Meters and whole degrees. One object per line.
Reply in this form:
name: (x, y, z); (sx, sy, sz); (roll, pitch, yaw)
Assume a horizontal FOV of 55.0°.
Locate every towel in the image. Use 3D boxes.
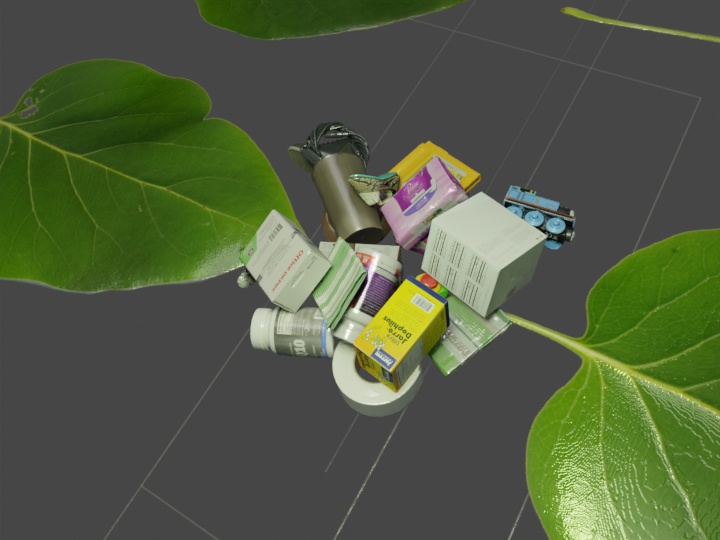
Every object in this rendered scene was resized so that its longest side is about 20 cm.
towel: (0.229, 0.133, 1.587); (0.198, 0.031, 0.149); (-37, 56, -10)
towel: (-0.053, 0.024, 1.514); (0.154, 0.023, 0.201); (-58, 24, 13)

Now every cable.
cable: (-0.055, -0.315, 1.843); (0.199, 0.051, 0.163); (37, 60, 21)

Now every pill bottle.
pill bottle: (-0.147, 0.140, 1.594); (0.195, 0.115, 0.116); (2, 57, 12)
pill bottle: (0.008, 0.062, 1.516); (0.109, 0.111, 0.204); (18, 81, 21)

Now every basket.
basket: (-0.024, -0.160, 1.708); (0.134, 0.180, 0.204); (-27, 66, 15)

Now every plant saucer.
plant saucer: (-0.009, -0.146, 1.801); (0.195, 0.035, 0.204); (-5, 56, 7)

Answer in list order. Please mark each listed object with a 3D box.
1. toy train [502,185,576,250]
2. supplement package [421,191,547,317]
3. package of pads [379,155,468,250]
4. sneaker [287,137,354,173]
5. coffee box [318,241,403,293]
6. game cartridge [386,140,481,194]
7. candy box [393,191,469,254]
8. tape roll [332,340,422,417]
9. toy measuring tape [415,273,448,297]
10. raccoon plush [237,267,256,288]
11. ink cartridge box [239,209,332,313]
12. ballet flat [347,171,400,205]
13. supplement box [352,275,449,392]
toy train: (0.430, -0.129, 1.681); (0.196, 0.088, 0.115); (18, 56, 21)
supplement package: (0.279, -0.040, 1.581); (0.189, 0.149, 0.199); (-29, 54, -35)
package of pads: (0.146, -0.160, 1.640); (0.199, 0.075, 0.122); (-42, 54, 20)
sneaker: (-0.097, -0.325, 1.915); (0.196, 0.075, 0.108); (18, 57, 10)
coffee box: (0.000, 0.000, 1.657); (0.195, 0.115, 0.081); (3, 58, 13)
game cartridge: (0.176, -0.230, 1.748); (0.176, 0.033, 0.199); (-41, 58, -15)
candy box: (0.182, -0.140, 1.745); (0.133, 0.062, 0.203); (16, 61, 20)
tape roll: (0.039, 0.217, 1.538); (0.197, 0.071, 0.207); (-5, 56, 7)
toy measuring tape: (0.123, 0.054, 1.612); (0.196, 0.074, 0.074); (-20, 54, -23)
raccoon plush: (-0.194, 0.009, 1.726); (0.200, 0.096, 0.134); (-47, 70, 10)
ink cartridge box: (-0.175, -0.022, 1.589); (0.146, 0.083, 0.200); (-51, 45, 7)
ballet flat: (0.040, -0.194, 1.655); (0.066, 0.199, 0.077); (-1, 98, 32)
supplement box: (0.090, 0.134, 1.472); (0.108, 0.110, 0.201); (32, 68, 26)
